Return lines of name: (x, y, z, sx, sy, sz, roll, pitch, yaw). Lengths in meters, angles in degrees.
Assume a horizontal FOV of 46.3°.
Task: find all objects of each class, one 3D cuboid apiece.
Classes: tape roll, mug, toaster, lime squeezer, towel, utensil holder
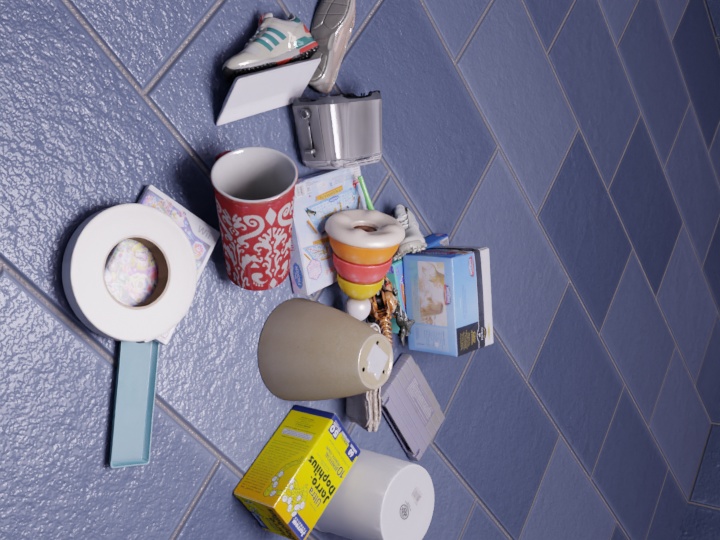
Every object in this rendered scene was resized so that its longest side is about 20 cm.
tape roll: (-0.335, 0.004, 1.237, 0.201, 0.037, 0.206, 3, 85, -40)
mug: (-0.167, -0.090, 1.356, 0.179, 0.132, 0.202, -99, -171, -46)
toaster: (-0.032, -0.257, 1.540, 0.199, 0.113, 0.131, -19, 110, -48)
lime squeezer: (0.033, -0.092, 1.617, 0.201, 0.037, 0.071, 67, 22, -49)
towel: (0.003, 0.196, 1.596, 0.034, 0.132, 0.203, 0, 91, -20)
utensil holder: (0.013, 0.421, 1.563, 0.169, 0.198, 0.172, -4, 96, -47)

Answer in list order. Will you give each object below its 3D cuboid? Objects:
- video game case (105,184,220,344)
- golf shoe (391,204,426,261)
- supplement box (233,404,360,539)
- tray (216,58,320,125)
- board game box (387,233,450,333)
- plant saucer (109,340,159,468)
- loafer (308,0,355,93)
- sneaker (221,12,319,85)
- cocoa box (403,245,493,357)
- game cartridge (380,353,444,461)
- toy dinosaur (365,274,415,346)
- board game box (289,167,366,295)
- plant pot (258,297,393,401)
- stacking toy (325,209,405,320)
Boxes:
video game case: (-0.312, -0.008, 1.291, 0.143, 0.018, 0.202, 36, 65, -33)
golf shoe: (0.082, -0.079, 1.663, 0.200, 0.077, 0.098, -82, 152, -81)
supplement box: (-0.109, 0.355, 1.489, 0.201, 0.109, 0.109, -54, 128, -31)
tray: (-0.158, -0.308, 1.421, 0.022, 0.108, 0.199, 49, 45, 12)
board game box: (0.125, 0.025, 1.780, 0.199, 0.045, 0.154, -27, 113, -44)
plant saucer: (-0.346, 0.195, 1.282, 0.069, 0.019, 0.203, 7, 88, -49)
loafer: (-0.053, -0.424, 1.547, 0.063, 0.071, 0.202, 32, 74, -62)
sneaker: (-0.165, -0.381, 1.428, 0.199, 0.070, 0.094, -29, 87, -35)
cocoa box: (0.178, 0.059, 1.708, 0.130, 0.132, 0.203, -13, 103, -45)
game cartridge: (0.105, 0.288, 1.784, 0.130, 0.038, 0.201, -54, 129, -36)
toy dinosaur: (0.038, 0.077, 1.625, 0.201, 0.101, 0.137, -68, 151, -46)
board game box: (-0.062, -0.081, 1.566, 0.199, 0.041, 0.202, -24, 110, -46)
plant pot: (-0.045, 0.148, 1.481, 0.186, 0.198, 0.190, -3, 94, -48)
stacking toy: (0.000, 0.000, 1.544, 0.145, 0.145, 0.202, -23, 128, -45)
